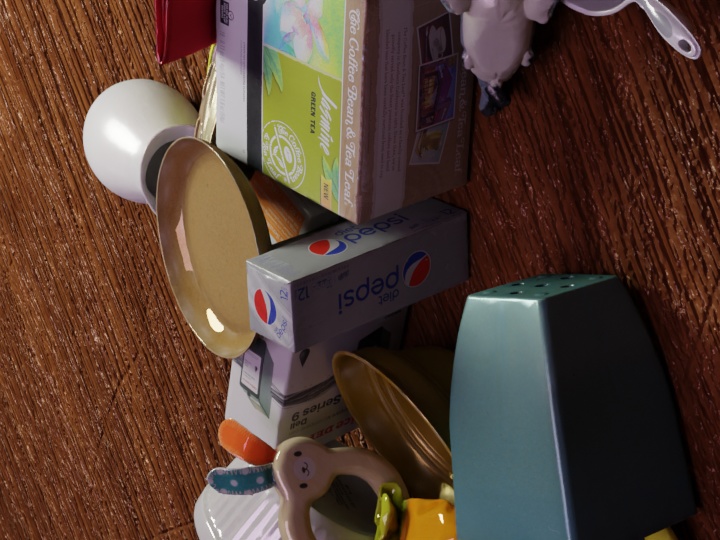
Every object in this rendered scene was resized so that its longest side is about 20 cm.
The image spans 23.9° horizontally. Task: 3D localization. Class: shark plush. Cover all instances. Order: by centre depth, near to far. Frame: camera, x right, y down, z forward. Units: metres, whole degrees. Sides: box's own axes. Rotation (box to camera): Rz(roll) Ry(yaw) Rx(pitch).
[{"bbox_3d":[0.117,-0.194,1.319,0.091,0.083,0.200,-3,141,13],"label":"shark plush"}]

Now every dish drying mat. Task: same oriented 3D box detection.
[{"bbox_3d":[-0.109,-0.241,1.473,0.018,0.200,0.077,17,121,28],"label":"dish drying mat"}]

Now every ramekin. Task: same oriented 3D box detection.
[{"bbox_3d":[-0.049,0.241,1.638,0.200,0.200,0.105,47,113,28],"label":"ramekin"}]

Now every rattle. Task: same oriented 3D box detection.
[{"bbox_3d":[-0.028,0.197,1.484,0.200,0.130,0.143,42,176,-13],"label":"rattle"}]

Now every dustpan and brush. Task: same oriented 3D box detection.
[{"bbox_3d":[0.188,-0.219,1.204,0.200,0.057,0.140,49,140,26],"label":"dustpan and brush"}]

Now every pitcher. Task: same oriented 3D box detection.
[{"bbox_3d":[-0.201,-0.097,1.715,0.200,0.121,0.172,-138,34,-57],"label":"pitcher"}]

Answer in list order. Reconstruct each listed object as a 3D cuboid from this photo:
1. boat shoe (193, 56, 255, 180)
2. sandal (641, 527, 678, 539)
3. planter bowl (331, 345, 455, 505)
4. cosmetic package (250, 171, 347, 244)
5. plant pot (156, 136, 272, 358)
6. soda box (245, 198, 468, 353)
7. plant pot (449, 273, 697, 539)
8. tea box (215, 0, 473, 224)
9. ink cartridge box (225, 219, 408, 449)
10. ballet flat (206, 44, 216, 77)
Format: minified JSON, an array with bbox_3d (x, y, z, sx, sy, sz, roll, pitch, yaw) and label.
[{"bbox_3d":[-0.114,-0.173,1.564,0.064,0.071,0.200,10,81,57],"label":"boat shoe"},{"bbox_3d":[0.178,0.237,1.422,0.200,0.087,0.080,-13,98,62],"label":"sandal"},{"bbox_3d":[0.069,0.129,1.495,0.200,0.083,0.200,47,161,21],"label":"planter bowl"},{"bbox_3d":[-0.072,-0.026,1.639,0.101,0.071,0.200,49,141,26],"label":"cosmetic package"},{"bbox_3d":[-0.126,-0.022,1.506,0.200,0.027,0.200,30,127,51],"label":"plant pot"},{"bbox_3d":[0.000,0.000,1.444,0.063,0.200,0.068,25,127,44],"label":"soda box"},{"bbox_3d":[0.158,0.108,1.348,0.141,0.141,0.200,3,104,52],"label":"plant pot"},{"bbox_3d":[-0.014,-0.177,1.431,0.197,0.134,0.200,28,128,40],"label":"tea box"},{"bbox_3d":[-0.037,0.064,1.574,0.084,0.146,0.200,40,136,34],"label":"ink cartridge box"},{"bbox_3d":[-0.120,-0.162,1.646,0.067,0.067,0.200,-134,37,-57],"label":"ballet flat"}]
